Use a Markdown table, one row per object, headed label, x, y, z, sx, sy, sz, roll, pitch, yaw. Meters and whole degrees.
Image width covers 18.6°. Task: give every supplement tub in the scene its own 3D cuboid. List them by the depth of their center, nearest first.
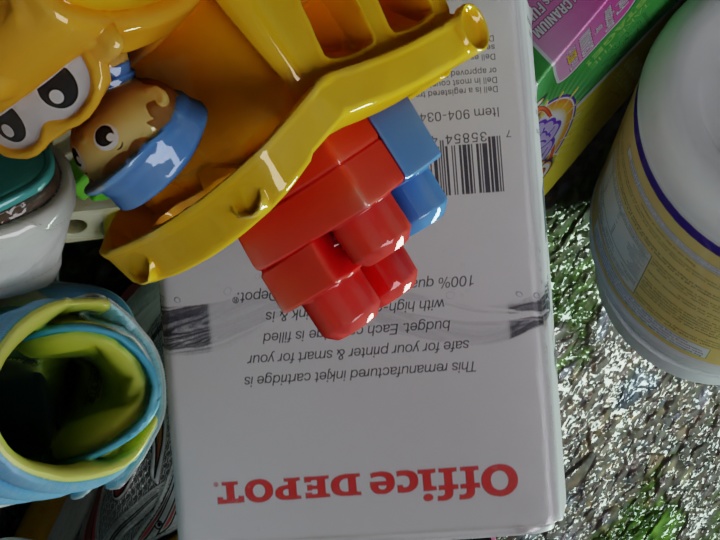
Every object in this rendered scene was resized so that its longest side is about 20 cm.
| label | x | y | z | sx | sy | sz | roll | pitch | yaw |
| --- | --- | --- | --- | --- | --- | --- | --- | --- | --- |
| supplement tub | 0.185 | -0.036 | 1.019 | 0.145 | 0.145 | 0.200 | -36 | 165 | -16 |

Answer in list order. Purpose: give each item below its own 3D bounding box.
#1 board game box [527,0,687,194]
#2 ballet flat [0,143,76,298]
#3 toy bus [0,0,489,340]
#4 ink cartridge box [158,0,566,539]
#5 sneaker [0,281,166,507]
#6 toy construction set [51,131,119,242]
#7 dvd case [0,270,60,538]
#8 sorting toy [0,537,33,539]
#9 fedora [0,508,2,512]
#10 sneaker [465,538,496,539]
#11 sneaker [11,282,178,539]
| label | x | y | z | sx | sy | sz | roll | pitch | yaw |
| --- | --- | --- | --- | --- | --- | --- | --- | --- | --- |
| board game box | 0.065 | -0.069 | 0.955 | 0.200 | 0.040 | 0.153 | -50 | 165 | 6 |
| ballet flat | -0.186 | 0.011 | 0.722 | 0.200 | 0.069 | 0.069 | -19 | 132 | -16 |
| toy bus | -0.051 | -0.061 | 0.703 | 0.136 | 0.192 | 0.200 | -28 | -178 | 37 |
| ink cartridge box | 0.000 | 0.000 | 0.843 | 0.084 | 0.145 | 0.200 | -19 | 105 | -83 |
| sneaker | -0.105 | 0.042 | 0.793 | 0.080 | 0.131 | 0.200 | 66 | 29 | -9 |
| toy construction set | -0.166 | -0.041 | 0.792 | 0.200 | 0.092 | 0.131 | -14 | 154 | -26 |
| dvd case | -0.195 | 0.085 | 0.903 | 0.150 | 0.025 | 0.200 | -18 | 131 | -33 |
| sorting toy | -0.107 | 0.193 | 0.886 | 0.200 | 0.036 | 0.185 | 14 | 112 | -37 |
| fedora | -0.208 | 0.125 | 0.837 | 0.201 | 0.082 | 0.201 | -23 | 133 | -28 |
| sneaker | 0.019 | 0.086 | 0.974 | 0.095 | 0.200 | 0.079 | -26 | 167 | -6 |
| sneaker | -0.078 | 0.078 | 0.943 | 0.078 | 0.082 | 0.200 | 10 | 104 | -63 |
